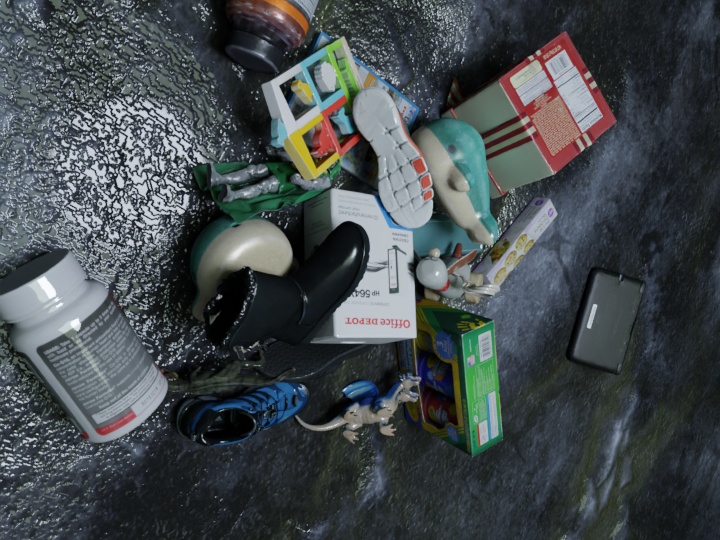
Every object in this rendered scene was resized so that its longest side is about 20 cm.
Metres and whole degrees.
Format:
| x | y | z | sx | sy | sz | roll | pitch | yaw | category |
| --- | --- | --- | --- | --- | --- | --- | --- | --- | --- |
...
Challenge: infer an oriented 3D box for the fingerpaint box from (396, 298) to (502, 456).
| x | y | z | sx | sy | sz | roll | pitch | yaw | category |
| --- | --- | --- | --- | --- | --- | --- | --- | --- | --- |
| 0.136 | 0.164 | 1.001 | 0.073 | 0.166 | 0.203 | -17 | 109 | -31 | fingerpaint box |

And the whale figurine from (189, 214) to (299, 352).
| x | y | z | sx | sy | sz | roll | pitch | yaw | category |
| --- | --- | --- | --- | --- | --- | --- | --- | --- | --- |
| -0.157 | 0.014 | 0.833 | 0.158 | 0.104 | 0.202 | -29 | 138 | -27 | whale figurine |

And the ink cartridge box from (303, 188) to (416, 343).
| x | y | z | sx | sy | sz | roll | pitch | yaw | category |
| --- | --- | --- | --- | --- | --- | --- | --- | --- | --- |
| 0.000 | 0.000 | 0.896 | 0.144 | 0.084 | 0.203 | 4 | 79 | -35 | ink cartridge box |

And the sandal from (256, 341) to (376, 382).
| x | y | z | sx | sy | sz | roll | pitch | yaw | category |
| --- | --- | --- | --- | --- | --- | --- | --- | --- | --- |
| -0.059 | 0.129 | 0.926 | 0.198 | 0.075 | 0.048 | -14 | 132 | -32 | sandal |

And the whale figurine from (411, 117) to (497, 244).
| x | y | z | sx | sy | sz | roll | pitch | yaw | category |
| --- | --- | --- | --- | --- | --- | --- | --- | --- | --- |
| 0.156 | -0.136 | 0.944 | 0.103 | 0.159 | 0.201 | -33 | 92 | 0 | whale figurine |

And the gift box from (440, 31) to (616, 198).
| x | y | z | sx | sy | sz | roll | pitch | yaw | category |
| --- | --- | --- | --- | --- | --- | --- | --- | --- | --- |
| 0.252 | -0.251 | 0.992 | 0.183 | 0.186 | 0.202 | -33 | 96 | -22 | gift box |

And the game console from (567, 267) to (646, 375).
| x | y | z | sx | sy | sz | roll | pitch | yaw | category |
| --- | --- | --- | --- | --- | --- | --- | --- | --- | --- |
| 0.526 | 0.110 | 1.343 | 0.174 | 0.116 | 0.203 | 16 | 90 | -5 | game console |

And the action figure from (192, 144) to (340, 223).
| x | y | z | sx | sy | sz | roll | pitch | yaw | category |
| --- | --- | --- | --- | --- | --- | --- | --- | --- | --- |
| -0.105 | -0.124 | 0.833 | 0.198 | 0.118 | 0.055 | -17 | 146 | -40 | action figure |

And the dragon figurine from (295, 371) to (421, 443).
| x | y | z | sx | sy | sz | roll | pitch | yaw | category |
| --- | --- | --- | --- | --- | --- | --- | --- | --- | --- |
| 0.003 | 0.213 | 0.984 | 0.197 | 0.100 | 0.060 | -12 | 109 | 4 | dragon figurine |

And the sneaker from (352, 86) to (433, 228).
| x | y | z | sx | sy | sz | roll | pitch | yaw | category |
| --- | --- | --- | --- | --- | --- | --- | --- | --- | --- |
| 0.056 | -0.161 | 0.881 | 0.082 | 0.076 | 0.202 | -51 | 123 | -68 | sneaker |

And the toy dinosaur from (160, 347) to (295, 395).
| x | y | z | sx | sy | sz | roll | pitch | yaw | category |
| --- | --- | --- | --- | --- | --- | --- | --- | --- | --- |
| -0.168 | 0.137 | 0.825 | 0.197 | 0.088 | 0.048 | -8 | 94 | 11 | toy dinosaur |

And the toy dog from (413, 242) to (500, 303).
| x | y | z | sx | sy | sz | roll | pitch | yaw | category |
| --- | --- | --- | --- | --- | --- | --- | --- | --- | --- |
| 0.137 | -0.008 | 0.967 | 0.130 | 0.200 | 0.098 | 7 | 82 | 0 | toy dog |

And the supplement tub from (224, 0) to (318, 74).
| x | y | z | sx | sy | sz | roll | pitch | yaw | category |
| --- | --- | --- | --- | --- | --- | --- | --- | --- | --- |
| -0.102 | -0.351 | 0.778 | 0.106 | 0.107 | 0.202 | 22 | 88 | -35 | supplement tub |

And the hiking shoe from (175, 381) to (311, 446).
| x | y | z | sx | sy | sz | roll | pitch | yaw | category |
| --- | --- | --- | --- | --- | --- | --- | --- | --- | --- |
| -0.148 | 0.202 | 0.867 | 0.198 | 0.086 | 0.076 | -11 | 106 | -32 | hiking shoe |

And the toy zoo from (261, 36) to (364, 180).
| x | y | z | sx | sy | sz | roll | pitch | yaw | category |
| --- | --- | --- | --- | --- | --- | --- | --- | --- | --- |
| -0.055 | -0.209 | 0.825 | 0.200 | 0.020 | 0.132 | -49 | 124 | -41 | toy zoo |

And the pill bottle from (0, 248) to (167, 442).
| x | y | z | sx | sy | sz | roll | pitch | yaw | category |
| --- | --- | --- | --- | --- | --- | --- | --- | --- | --- |
| -0.316 | 0.084 | 0.715 | 0.113 | 0.113 | 0.202 | -35 | 117 | -23 | pill bottle |

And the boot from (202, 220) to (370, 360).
| x | y | z | sx | sy | sz | roll | pitch | yaw | category |
| --- | --- | --- | --- | --- | --- | --- | --- | --- | --- |
| -0.089 | 0.019 | 0.759 | 0.162 | 0.073 | 0.199 | 9 | 121 | -54 | boot |

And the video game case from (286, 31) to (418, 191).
| x | y | z | sx | sy | sz | roll | pitch | yaw | category |
| --- | --- | --- | --- | --- | --- | --- | --- | --- | --- |
| -0.013 | -0.224 | 0.916 | 0.199 | 0.018 | 0.145 | 28 | 83 | -34 | video game case |

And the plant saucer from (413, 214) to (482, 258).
| x | y | z | sx | sy | sz | roll | pitch | yaw | category |
| --- | --- | --- | --- | --- | --- | --- | --- | --- | --- |
| 0.132 | -0.057 | 1.046 | 0.198 | 0.019 | 0.071 | -5 | 102 | -34 | plant saucer |

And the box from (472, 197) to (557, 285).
| x | y | z | sx | sy | sz | roll | pitch | yaw | category |
| --- | --- | --- | --- | --- | --- | --- | --- | --- | --- |
| 0.278 | -0.050 | 1.132 | 0.200 | 0.039 | 0.042 | -47 | 122 | -17 | box |
